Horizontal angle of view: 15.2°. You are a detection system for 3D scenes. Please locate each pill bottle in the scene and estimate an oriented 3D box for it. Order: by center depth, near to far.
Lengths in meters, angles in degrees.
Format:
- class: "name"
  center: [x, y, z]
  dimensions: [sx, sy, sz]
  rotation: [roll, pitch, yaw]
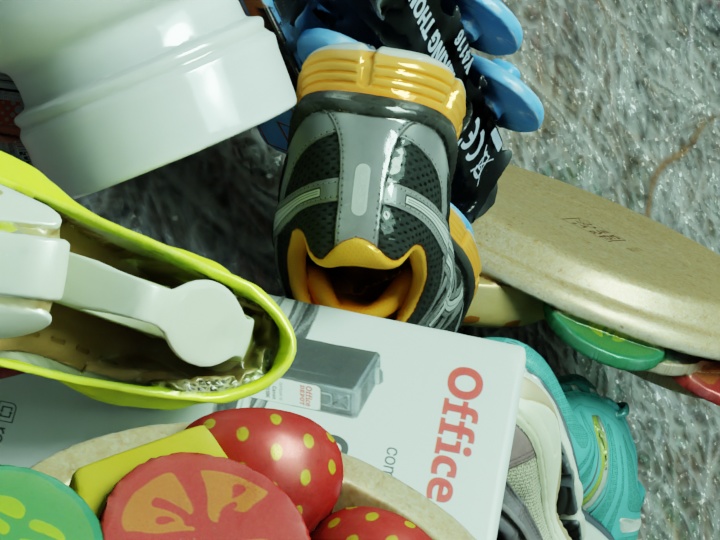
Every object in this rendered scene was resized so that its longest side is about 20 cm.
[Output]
- class: "pill bottle"
  center: [-0.099, -0.130, 0.884]
  dimensions: [0.119, 0.119, 0.201]
  rotation: [-30, 100, -53]

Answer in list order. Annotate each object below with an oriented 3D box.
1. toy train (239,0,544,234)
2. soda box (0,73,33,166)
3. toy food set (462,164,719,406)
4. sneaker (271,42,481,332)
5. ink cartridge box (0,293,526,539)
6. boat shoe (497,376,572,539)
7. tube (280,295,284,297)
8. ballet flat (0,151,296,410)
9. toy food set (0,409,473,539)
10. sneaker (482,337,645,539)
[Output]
- class: "toy train"
  center: [-0.003, -0.084, 1.014]
  dimensions: [0.087, 0.114, 0.200]
  rotation: [-58, 154, -16]
- class: "soda box"
  center: [-0.118, -0.138, 0.985]
  dimensions: [0.063, 0.068, 0.201]
  rotation: [7, 78, -25]
- class: "toy food set"
  center: [0.092, 0.004, 1.152]
  dimensions: [0.197, 0.049, 0.200]
  rotation: [23, 12, 8]
- class: "sneaker"
  center: [0.000, 0.000, 0.962]
  dimensions: [0.200, 0.078, 0.078]
  rotation: [81, 15, -62]
- class: "ink cartridge box"
  center: [-0.053, 0.084, 0.891]
  dimensions: [0.199, 0.084, 0.145]
  rotation: [12, 53, 1]
- class: "boat shoe"
  center: [0.047, 0.117, 1.049]
  dimensions: [0.065, 0.072, 0.201]
  rotation: [-57, 154, -33]
- class: "tube"
  center: [-0.002, 0.108, 1.070]
  dimensions: [0.077, 0.050, 0.201]
  rotation: [-28, 98, -60]
- class: "ballet flat"
  center: [-0.094, 0.002, 0.791]
  dimensions: [0.200, 0.067, 0.067]
  rotation: [20, 84, -46]
- class: "toy food set"
  center: [-0.029, 0.120, 0.757]
  dimensions: [0.197, 0.049, 0.200]
  rotation: [-18, 58, -33]
- class: "sneaker"
  center: [0.074, 0.076, 1.118]
  dimensions: [0.080, 0.077, 0.200]
  rotation: [-67, 154, -22]
